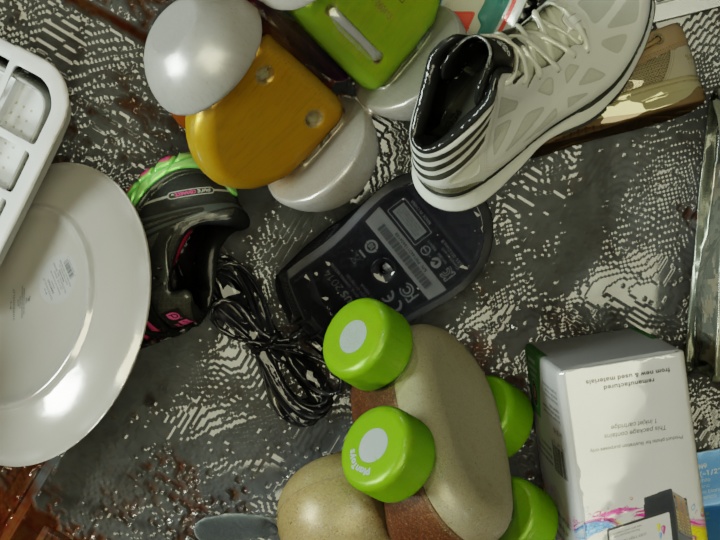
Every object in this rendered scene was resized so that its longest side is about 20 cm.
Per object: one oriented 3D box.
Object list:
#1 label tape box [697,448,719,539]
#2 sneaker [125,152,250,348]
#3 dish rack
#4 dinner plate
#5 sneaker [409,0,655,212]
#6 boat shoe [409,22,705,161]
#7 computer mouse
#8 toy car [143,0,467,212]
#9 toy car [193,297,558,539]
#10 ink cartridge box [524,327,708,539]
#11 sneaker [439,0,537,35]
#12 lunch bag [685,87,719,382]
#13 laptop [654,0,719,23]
[{"bbox_3d":[0.294,0.217,1.234,0.143,0.066,0.201,-9,96,-1],"label":"label tape box"},{"bbox_3d":[-0.145,0.018,1.185,0.084,0.077,0.200,42,105,25],"label":"sneaker"},{"bbox_3d":[-0.285,-0.083,1.181,0.200,0.044,0.172,28,94,20],"label":"dish rack"},{"bbox_3d":[-0.214,0.025,1.166,0.200,0.024,0.201,-11,70,33],"label":"dinner plate"},{"bbox_3d":[0.107,-0.127,1.114,0.076,0.115,0.201,42,83,17],"label":"sneaker"},{"bbox_3d":[0.125,-0.114,1.207,0.199,0.071,0.065,-14,86,-6],"label":"boat shoe"},{"bbox_3d":[0.000,0.000,1.221,0.200,0.053,0.139,-33,97,14],"label":"computer mouse"},{"bbox_3d":[-0.043,-0.151,1.162,0.200,0.150,0.175,-45,129,6],"label":"toy car"},{"bbox_3d":[-0.004,0.140,1.185,0.200,0.158,0.164,-32,138,25],"label":"toy car"},{"bbox_3d":[0.169,0.147,1.185,0.084,0.145,0.201,-8,95,-3],"label":"ink cartridge box"},{"bbox_3d":[0.092,-0.240,1.183,0.093,0.070,0.200,24,105,7],"label":"sneaker"},{"bbox_3d":[0.306,-0.024,1.192,0.164,0.118,0.201,3,88,-1],"label":"lunch bag"},{"bbox_3d":[0.226,-0.265,1.169,0.199,0.116,0.188,-14,94,0],"label":"laptop"}]
